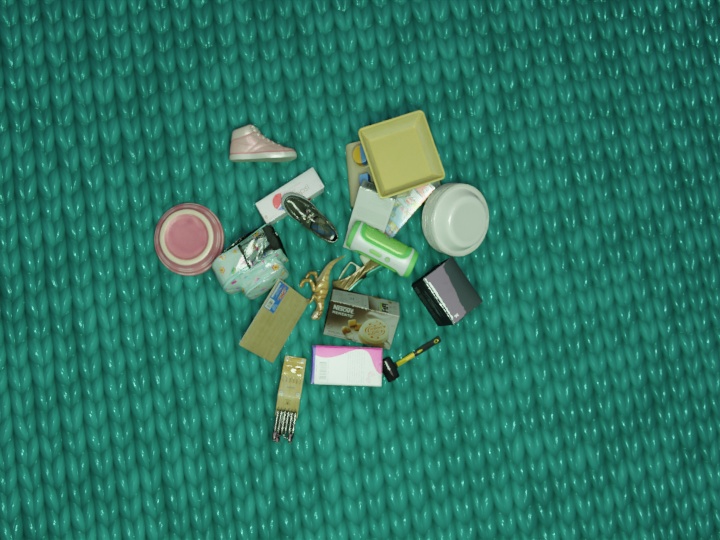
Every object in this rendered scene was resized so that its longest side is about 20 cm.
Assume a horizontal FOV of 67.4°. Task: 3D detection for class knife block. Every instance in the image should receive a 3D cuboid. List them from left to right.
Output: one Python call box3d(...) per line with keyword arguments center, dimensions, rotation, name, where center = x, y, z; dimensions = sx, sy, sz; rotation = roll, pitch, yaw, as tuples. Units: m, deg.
box3d(center=(-0.200, 0.367, 1.499), dimensions=(0.062, 0.179, 0.203), rotation=(9, 38, -5), name="knife block")

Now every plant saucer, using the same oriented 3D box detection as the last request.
box3d(center=(-0.483, -0.090, 1.514), dimensions=(0.193, 0.051, 0.208), rotation=(1, 84, -5), name="plant saucer")
box3d(center=(0.110, -0.312, 1.477), dimensions=(0.194, 0.048, 0.206), rotation=(-18, 84, -8), name="plant saucer")

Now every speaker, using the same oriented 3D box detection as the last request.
box3d(center=(0.060, -0.060, 1.494), dimensions=(0.195, 0.088, 0.091), rotation=(27, 82, 0), name="speaker")

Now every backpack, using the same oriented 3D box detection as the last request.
box3d(center=(-0.295, -0.010, 1.463), dimensions=(0.195, 0.176, 0.157), rotation=(-24, 83, -3), name="backpack")

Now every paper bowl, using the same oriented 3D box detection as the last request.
box3d(center=(0.281, -0.143, 1.537), dimensions=(0.194, 0.104, 0.208), rotation=(-4, 101, -23), name="paper bowl")

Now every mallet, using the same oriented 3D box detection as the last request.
box3d(center=(0.151, 0.255, 1.552), dimensions=(0.194, 0.041, 0.068), rotation=(-21, 85, -11), name="mallet")

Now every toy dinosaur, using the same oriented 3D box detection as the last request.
box3d(center=(-0.110, 0.033, 1.518), dimensions=(0.103, 0.060, 0.206), rotation=(20, 103, 13), name="toy dinosaur")

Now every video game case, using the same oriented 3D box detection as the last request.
box3d(center=(0.102, -0.212, 1.565), dimensions=(0.143, 0.017, 0.201), rotation=(43, 103, 2), name="video game case")

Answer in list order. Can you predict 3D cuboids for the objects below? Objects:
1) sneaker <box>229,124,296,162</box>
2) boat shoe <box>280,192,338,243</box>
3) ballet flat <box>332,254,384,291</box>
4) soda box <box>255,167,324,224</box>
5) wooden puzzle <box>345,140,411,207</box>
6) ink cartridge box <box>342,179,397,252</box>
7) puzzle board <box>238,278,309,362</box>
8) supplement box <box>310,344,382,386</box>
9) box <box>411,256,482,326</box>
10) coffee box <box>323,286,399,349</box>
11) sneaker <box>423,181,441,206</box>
box3d(center=(-0.280, -0.367, 1.549), dimensions=(0.192, 0.075, 0.109), rotation=(0, 89, -1), name="sneaker")
box3d(center=(-0.136, -0.147, 1.514), dimensions=(0.198, 0.057, 0.069), rotation=(37, 92, -26), name="boat shoe")
box3d(center=(0.000, 0.000, 1.552), dimensions=(0.197, 0.068, 0.073), rotation=(-36, 78, -3), name="ballet flat")
box3d(center=(-0.201, -0.209, 1.548), dimensions=(0.197, 0.064, 0.069), rotation=(-34, 89, -9), name="soda box")
box3d(center=(0.044, -0.292, 1.541), dimensions=(0.194, 0.046, 0.192), rotation=(-10, 81, 24), name="wooden puzzle")
box3d(center=(0.025, -0.143, 1.539), dimensions=(0.106, 0.051, 0.204), rotation=(20, 125, 1), name="ink cartridge box")
box3d(center=(-0.235, 0.140, 1.482), dimensions=(0.017, 0.151, 0.204), rotation=(23, 78, 38), name="puzzle board")
box3d(center=(-0.040, 0.263, 1.497), dimensions=(0.192, 0.103, 0.105), rotation=(3, 83, -4), name="supplement box")
box3d(center=(0.234, 0.063, 1.495), dimensions=(0.103, 0.200, 0.150), rotation=(-34, 88, -8), name="box")
box3d(center=(0.002, 0.132, 1.502), dimensions=(0.193, 0.080, 0.117), rotation=(14, 117, -5), name="coffee box")
box3d(center=(0.187, -0.283, 1.599), dimensions=(0.080, 0.074, 0.204), rotation=(-30, 94, -18), name="sneaker")
